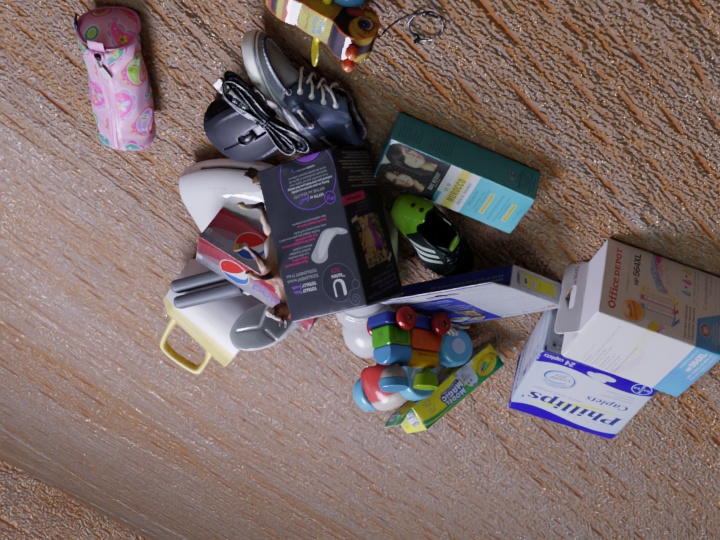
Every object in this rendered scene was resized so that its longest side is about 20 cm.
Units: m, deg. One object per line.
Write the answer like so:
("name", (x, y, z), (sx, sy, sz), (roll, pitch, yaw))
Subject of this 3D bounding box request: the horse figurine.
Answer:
("horse figurine", (-0.119, -0.040, 1.162), (0.049, 0.202, 0.132), (-12, 155, 25))

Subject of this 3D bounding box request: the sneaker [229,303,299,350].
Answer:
("sneaker", (-0.118, 0.072, 1.413), (0.071, 0.199, 0.080), (58, 175, 12))

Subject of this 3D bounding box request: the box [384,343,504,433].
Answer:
("box", (0.133, 0.202, 1.423), (0.049, 0.199, 0.117), (55, 162, 3))

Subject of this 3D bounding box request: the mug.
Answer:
("mug", (-0.259, 0.073, 1.480), (0.153, 0.187, 0.149), (35, 165, -10))

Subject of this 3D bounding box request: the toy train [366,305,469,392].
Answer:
("toy train", (0.101, 0.127, 1.305), (0.199, 0.117, 0.084), (12, 159, -38))

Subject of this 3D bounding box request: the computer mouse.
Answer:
("computer mouse", (-0.155, -0.179, 1.111), (0.138, 0.053, 0.200), (40, 166, -21))

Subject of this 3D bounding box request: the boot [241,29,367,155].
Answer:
("boot", (-0.064, -0.223, 1.070), (0.089, 0.073, 0.200), (-7, 147, 22))

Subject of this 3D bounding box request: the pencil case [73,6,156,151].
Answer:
("pencil case", (-0.317, -0.245, 1.136), (0.087, 0.088, 0.201), (16, 147, 4))

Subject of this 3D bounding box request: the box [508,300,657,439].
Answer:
("box", (0.348, 0.156, 1.357), (0.182, 0.106, 0.201), (17, 146, 4))

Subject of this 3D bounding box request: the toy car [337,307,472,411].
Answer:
("toy car", (0.045, 0.106, 1.426), (0.201, 0.176, 0.184), (56, 150, -4))

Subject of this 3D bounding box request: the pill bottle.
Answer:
("pill bottle", (0.000, 0.000, 1.297), (0.113, 0.115, 0.201), (11, 145, 11))

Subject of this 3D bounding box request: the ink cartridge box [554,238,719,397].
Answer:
("ink cartridge box", (0.373, 0.061, 1.190), (0.198, 0.129, 0.126), (19, 146, -2))

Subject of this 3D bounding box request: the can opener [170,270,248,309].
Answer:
("can opener", (-0.205, 0.020, 1.403), (0.198, 0.053, 0.066), (-14, 172, 1))

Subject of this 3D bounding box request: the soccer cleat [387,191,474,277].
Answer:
("soccer cleat", (0.112, -0.038, 1.204), (0.081, 0.068, 0.200), (30, 173, 44))

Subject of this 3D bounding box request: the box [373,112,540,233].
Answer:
("box", (0.123, -0.124, 1.124), (0.198, 0.049, 0.082), (22, 146, -5))

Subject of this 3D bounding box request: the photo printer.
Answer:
("photo printer", (-0.169, -0.085, 1.299), (0.165, 0.070, 0.201), (4, 143, 21))

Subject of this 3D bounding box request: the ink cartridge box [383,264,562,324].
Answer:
("ink cartridge box", (0.161, 0.033, 1.266), (0.196, 0.048, 0.199), (-11, 159, 38))

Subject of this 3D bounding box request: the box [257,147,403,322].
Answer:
("box", (-0.038, -0.047, 1.132), (0.121, 0.202, 0.106), (-13, 180, 30))

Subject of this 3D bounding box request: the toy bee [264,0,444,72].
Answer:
("toy bee", (-0.020, -0.272, 0.936), (0.198, 0.109, 0.132), (8, 143, 16))

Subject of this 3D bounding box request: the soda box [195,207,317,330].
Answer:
("soda box", (-0.135, -0.002, 1.246), (0.199, 0.064, 0.070), (31, 147, 3))
